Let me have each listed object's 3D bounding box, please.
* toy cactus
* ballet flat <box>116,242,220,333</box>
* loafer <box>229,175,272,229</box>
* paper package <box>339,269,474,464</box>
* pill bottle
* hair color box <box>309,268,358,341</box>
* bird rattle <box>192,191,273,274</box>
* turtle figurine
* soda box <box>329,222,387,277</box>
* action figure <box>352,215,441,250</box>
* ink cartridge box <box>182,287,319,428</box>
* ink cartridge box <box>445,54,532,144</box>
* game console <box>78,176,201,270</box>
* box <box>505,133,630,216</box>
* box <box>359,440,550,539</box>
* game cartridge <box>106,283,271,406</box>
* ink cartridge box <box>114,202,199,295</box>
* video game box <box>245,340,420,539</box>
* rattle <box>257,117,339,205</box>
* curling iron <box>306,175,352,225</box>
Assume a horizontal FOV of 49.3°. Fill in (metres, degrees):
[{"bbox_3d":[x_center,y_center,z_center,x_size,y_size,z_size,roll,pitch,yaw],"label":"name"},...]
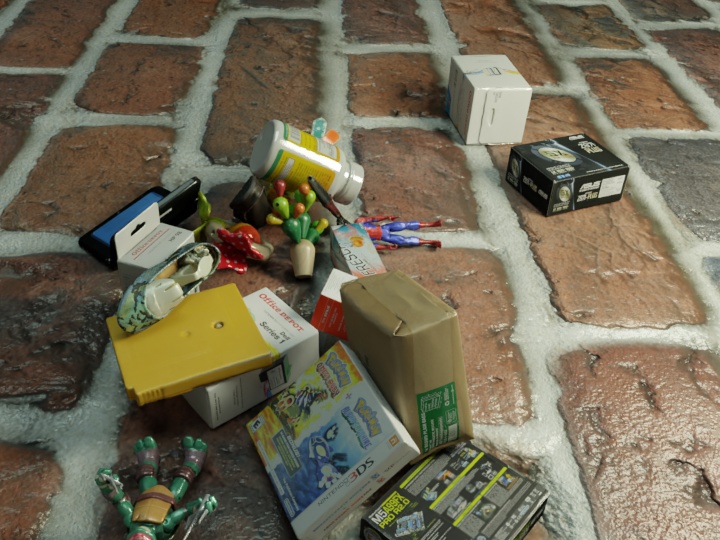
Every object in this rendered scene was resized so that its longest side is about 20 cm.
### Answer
[{"bbox_3d":[-0.116,-0.069,1.413,0.102,0.200,0.166,-6,77,6],"label":"toy cactus"},{"bbox_3d":[-0.272,0.017,1.141,0.074,0.075,0.200,17,42,17],"label":"ballet flat"},{"bbox_3d":[-0.192,-0.120,1.450,0.071,0.200,0.073,37,83,-3],"label":"loafer"},{"bbox_3d":[0.061,0.126,1.073,0.103,0.201,0.191,-16,23,-18],"label":"paper package"},{"bbox_3d":[-0.098,-0.196,1.481,0.199,0.113,0.113,20,29,-27],"label":"pill bottle"},{"bbox_3d":[0.030,0.077,1.231,0.199,0.064,0.111,21,22,1],"label":"hair color box"},{"bbox_3d":[-0.224,-0.062,1.406,0.199,0.113,0.163,23,9,39],"label":"bird rattle"},{"bbox_3d":[-0.253,0.281,0.962,0.149,0.101,0.200,16,20,-7],"label":"turtle figurine"},{"bbox_3d":[0.000,0.000,1.379,0.063,0.069,0.200,-8,39,-15],"label":"soda box"},{"bbox_3d":[0.055,-0.072,1.486,0.199,0.066,0.052,0,7,-5],"label":"action figure"},{"bbox_3d":[-0.181,0.125,1.185,0.199,0.084,0.145,-26,45,-33],"label":"ink cartridge box"},{"bbox_3d":[0.304,-0.413,1.892,0.144,0.148,0.200,-3,37,-9],"label":"ink cartridge box"},{"bbox_3d":[-0.406,-0.107,1.429,0.116,0.176,0.200,44,61,6],"label":"game console"},{"bbox_3d":[0.442,-0.209,1.682,0.199,0.087,0.164,-13,39,-20],"label":"box"},{"bbox_3d":[0.122,0.311,0.999,0.160,0.044,0.200,28,43,30],"label":"box"},{"bbox_3d":[-0.248,0.102,1.122,0.199,0.033,0.176,-16,40,-18],"label":"game cartridge"},{"bbox_3d":[-0.315,0.009,1.233,0.066,0.201,0.116,16,39,17],"label":"ink cartridge box"},{"bbox_3d":[-0.043,0.219,1.024,0.182,0.047,0.200,-41,45,3],"label":"video game box"},{"bbox_3d":[-0.108,-0.209,1.561,0.199,0.131,0.143,-30,18,-7],"label":"rattle"},{"bbox_3d":[-0.055,-0.125,1.455,0.050,0.200,0.026,38,82,31],"label":"curling iron"}]
